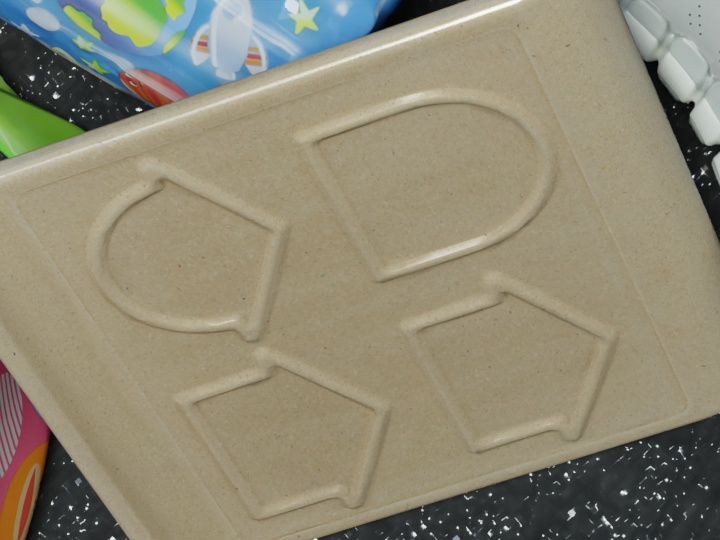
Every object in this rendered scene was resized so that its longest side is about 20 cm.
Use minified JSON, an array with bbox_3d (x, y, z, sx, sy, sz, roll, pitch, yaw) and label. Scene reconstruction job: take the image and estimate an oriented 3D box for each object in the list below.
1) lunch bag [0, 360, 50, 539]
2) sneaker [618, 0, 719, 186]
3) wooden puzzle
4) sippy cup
[{"bbox_3d":[-0.162,0.090,0.868,0.082,0.176,0.201,16,93,10],"label":"lunch bag"},{"bbox_3d":[0.135,-0.084,0.840,0.115,0.075,0.200,-31,94,42],"label":"sneaker"},{"bbox_3d":[0.000,0.000,0.859,0.200,0.185,0.046,-21,44,8],"label":"wooden puzzle"},{"bbox_3d":[-0.049,-0.106,0.873,0.130,0.178,0.140,37,65,-2],"label":"sippy cup"}]
